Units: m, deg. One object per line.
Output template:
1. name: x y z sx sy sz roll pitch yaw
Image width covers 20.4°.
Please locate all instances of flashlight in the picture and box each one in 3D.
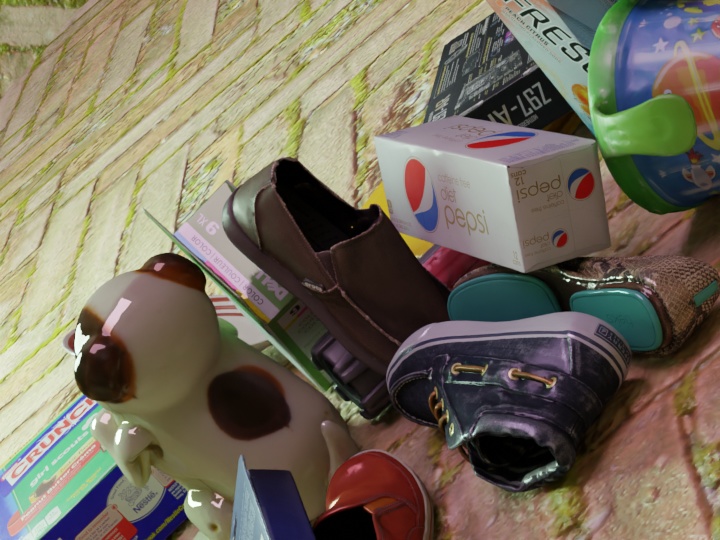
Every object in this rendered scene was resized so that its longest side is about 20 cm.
1. flashlight: 0.056 0.011 1.364 0.200 0.068 0.068 -43 -15 -10

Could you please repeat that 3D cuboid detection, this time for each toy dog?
1. toy dog: -0.109 0.088 1.316 0.140 0.200 0.193 -50 20 -18

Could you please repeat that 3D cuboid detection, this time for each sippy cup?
1. sippy cup: 0.225 -0.109 1.191 0.130 0.140 0.179 -7 48 41

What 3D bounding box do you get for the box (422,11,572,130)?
1. box: 0.127 -0.160 1.515 0.160 0.044 0.200 -33 19 22

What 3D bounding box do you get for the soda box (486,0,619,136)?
1. soda box: 0.150 -0.164 1.327 0.069 0.200 0.063 -50 22 -21

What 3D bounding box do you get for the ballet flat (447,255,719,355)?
1. ballet flat: 0.139 0.018 1.202 0.075 0.068 0.199 -29 15 -33

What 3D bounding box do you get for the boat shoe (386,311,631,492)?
1. boat shoe: 0.067 0.081 1.180 0.200 0.071 0.091 -16 34 53

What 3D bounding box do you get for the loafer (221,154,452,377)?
1. loafer: 0.000 0.000 1.282 0.073 0.199 0.071 -54 -3 -41

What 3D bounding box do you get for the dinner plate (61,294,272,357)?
1. dinner plate: -0.136 0.052 1.585 0.198 0.024 0.200 -7 14 2

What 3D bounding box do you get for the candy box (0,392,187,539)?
1. candy box: -0.199 0.161 1.528 0.169 0.077 0.200 -44 18 -5

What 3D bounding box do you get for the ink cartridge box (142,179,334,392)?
1. ink cartridge box: -0.066 0.004 1.389 0.059 0.200 0.104 -46 64 -4

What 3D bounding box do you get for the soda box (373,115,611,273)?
1. soda box: 0.079 -0.052 1.259 0.063 0.069 0.200 -16 14 -19

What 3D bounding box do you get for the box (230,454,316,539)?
1. box: -0.049 0.193 1.129 0.200 0.032 0.122 -124 38 -69

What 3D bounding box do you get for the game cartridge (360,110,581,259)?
1. game cartridge: 0.065 -0.058 1.541 0.177 0.032 0.200 -52 19 -22

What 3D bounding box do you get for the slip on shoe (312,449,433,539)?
1. slip on shoe: 0.001 0.156 1.172 0.074 0.061 0.200 -40 18 14
